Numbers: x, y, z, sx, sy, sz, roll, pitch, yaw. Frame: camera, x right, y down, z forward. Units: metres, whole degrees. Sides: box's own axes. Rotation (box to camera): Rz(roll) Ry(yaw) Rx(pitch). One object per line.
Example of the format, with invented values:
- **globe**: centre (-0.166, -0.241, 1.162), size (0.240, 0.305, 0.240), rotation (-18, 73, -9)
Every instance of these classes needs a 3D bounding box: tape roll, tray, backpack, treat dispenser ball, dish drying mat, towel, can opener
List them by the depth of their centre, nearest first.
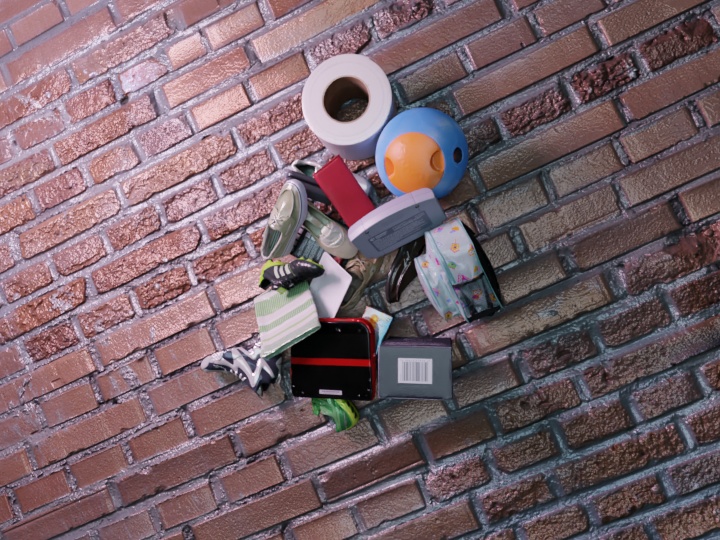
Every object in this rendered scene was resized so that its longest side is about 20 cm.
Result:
- **backpack**: centre (0.198, -0.004, 1.121), size (0.153, 0.176, 0.201), rotation (-18, 108, 6)
- **treat dispenser ball**: centre (0.133, -0.248, 1.145), size (0.200, 0.201, 0.202), rotation (0, 88, 9)
- **dish drying mat**: centre (-0.021, -0.154, 1.184), size (0.077, 0.018, 0.200), rotation (-38, 105, -7)
- **towel**: centre (-0.174, 0.096, 1.206), size (0.152, 0.023, 0.200), rotation (-31, 39, 7)
- **tape roll**: centre (-0.021, -0.366, 1.207), size (0.202, 0.139, 0.204), rotation (0, 88, 10)
- **can opener**: centre (-0.080, -0.166, 1.208), size (0.199, 0.053, 0.067), rotation (21, 133, -16)
- **tray**: centre (-0.082, 0.068, 1.215), size (0.107, 0.022, 0.201), rotation (43, 119, 33)

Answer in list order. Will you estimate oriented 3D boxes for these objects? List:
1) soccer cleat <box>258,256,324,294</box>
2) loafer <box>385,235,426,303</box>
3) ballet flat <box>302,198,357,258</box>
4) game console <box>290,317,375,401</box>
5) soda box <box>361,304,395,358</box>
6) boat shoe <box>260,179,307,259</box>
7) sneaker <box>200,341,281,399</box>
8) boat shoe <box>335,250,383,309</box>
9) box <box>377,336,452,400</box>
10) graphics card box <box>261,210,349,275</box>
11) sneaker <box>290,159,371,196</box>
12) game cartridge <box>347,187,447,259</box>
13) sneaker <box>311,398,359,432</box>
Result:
- **soccer cleat**: centre (-0.159, 0.015, 1.213), size (0.199, 0.067, 0.081), rotation (-3, 62, 43)
- **loafer**: centre (0.112, -0.014, 1.203), size (0.071, 0.073, 0.201), rotation (20, 91, 11)
- **ballet flat**: centre (-0.091, -0.098, 1.194), size (0.200, 0.069, 0.070), rotation (39, 94, 9)
- **game console**: centre (-0.063, 0.194, 1.171), size (0.199, 0.031, 0.178), rotation (-2, 91, 19)
- **soda box**: centre (0.010, 0.182, 1.218), size (0.068, 0.064, 0.201), rotation (24, 93, 9)
- **boat shoe**: centre (-0.169, -0.104, 1.165), size (0.072, 0.062, 0.201), rotation (33, 125, 21)
- **sneaker**: centre (-0.275, 0.248, 1.252), size (0.198, 0.080, 0.130), rotation (-14, 77, -2)
- **boat shoe**: centre (0.000, 0.000, 1.226), size (0.071, 0.065, 0.201), rotation (23, 92, 9)
- **box**: centre (0.122, 0.203, 1.130), size (0.148, 0.200, 0.108), rotation (0, 89, 10)
- **graphics card box**: centre (-0.120, -0.084, 1.256), size (0.199, 0.051, 0.126), rotation (27, 93, 8)
- **sneaker**: centre (-0.073, -0.211, 1.239), size (0.199, 0.080, 0.071), rotation (16, 89, 8)
- **game cartridge**: centre (0.078, -0.099, 1.127), size (0.199, 0.133, 0.041), rotation (-27, 63, 12)
- **sneaker**: centre (-0.090, 0.290, 1.224), size (0.084, 0.074, 0.200), rotation (-41, 83, 1)
